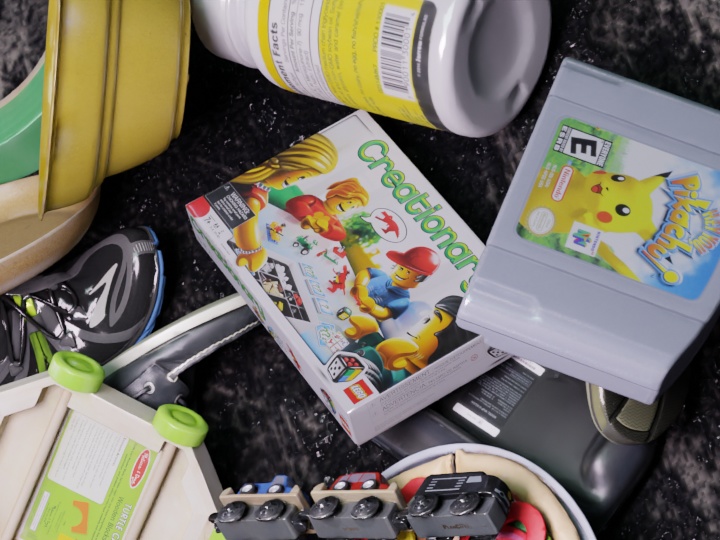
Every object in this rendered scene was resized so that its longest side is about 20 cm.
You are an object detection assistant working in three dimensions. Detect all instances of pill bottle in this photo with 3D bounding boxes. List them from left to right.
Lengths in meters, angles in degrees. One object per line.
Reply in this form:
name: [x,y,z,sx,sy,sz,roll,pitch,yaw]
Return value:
pill bottle: [0.003,-0.154,1.637,0.200,0.114,0.115,17,80,34]

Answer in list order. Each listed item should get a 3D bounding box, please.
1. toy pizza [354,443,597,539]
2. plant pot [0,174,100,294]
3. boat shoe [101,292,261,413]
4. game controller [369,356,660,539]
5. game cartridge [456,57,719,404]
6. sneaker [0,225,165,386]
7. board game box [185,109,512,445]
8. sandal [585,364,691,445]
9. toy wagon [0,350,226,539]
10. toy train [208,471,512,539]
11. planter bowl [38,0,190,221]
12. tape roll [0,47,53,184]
toy pizza: [0.048,0.194,1.500,0.200,0.032,0.201,-7,78,35]
plant pot: [-0.250,-0.008,1.703,0.200,0.200,0.028,-14,109,23]
boat shoe: [-0.132,0.080,1.651,0.199,0.075,0.066,-30,88,6]
game controller: [0.074,0.081,1.558,0.200,0.042,0.104,33,74,33]
game cartridge: [0.143,-0.024,1.489,0.133,0.041,0.200,22,52,3]
sneaker: [-0.205,0.037,1.694,0.199,0.083,0.071,-30,60,15]
board game box: [0.000,0.000,1.587,0.126,0.035,0.200,-30,50,-13]
sandal: [0.132,0.014,1.533,0.057,0.080,0.201,-37,47,33]
toy wagon: [-0.141,0.145,1.611,0.200,0.040,0.155,26,109,5]
toy train: [-0.002,0.130,1.512,0.200,0.034,0.046,-6,35,37]
planter bowl: [-0.147,-0.127,1.649,0.083,0.200,0.201,3,68,-8]
tape roll: [-0.246,-0.156,1.813,0.200,0.048,0.201,-11,66,25]
